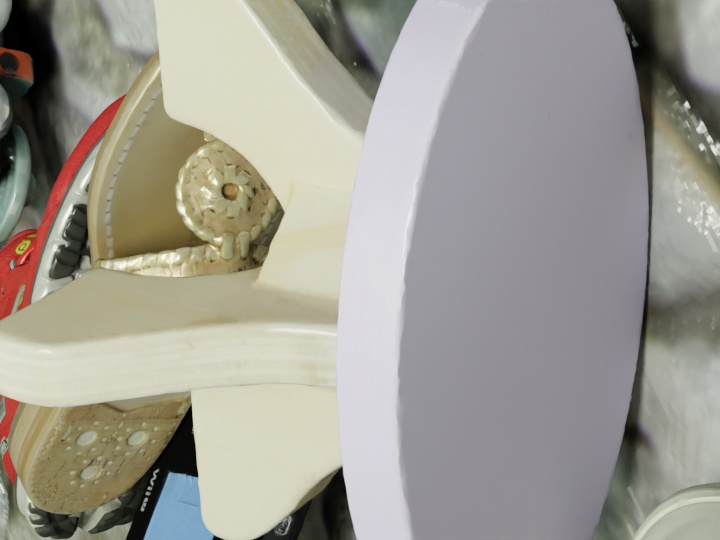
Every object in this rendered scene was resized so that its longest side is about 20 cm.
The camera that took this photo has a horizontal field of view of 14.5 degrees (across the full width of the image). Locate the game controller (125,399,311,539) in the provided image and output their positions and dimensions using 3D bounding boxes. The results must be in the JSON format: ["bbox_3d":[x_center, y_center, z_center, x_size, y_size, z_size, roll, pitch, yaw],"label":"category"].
[{"bbox_3d":[-0.066,0.123,0.939,0.104,0.042,0.200,7,73,58],"label":"game controller"}]

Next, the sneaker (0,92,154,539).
[{"bbox_3d":[-0.101,0.008,0.998,0.085,0.077,0.200,55,141,35],"label":"sneaker"}]

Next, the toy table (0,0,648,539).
[{"bbox_3d":[0.000,0.000,0.783,0.117,0.184,0.200,15,108,32],"label":"toy table"}]

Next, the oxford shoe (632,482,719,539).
[{"bbox_3d":[0.086,0.154,0.794,0.075,0.058,0.200,11,120,9],"label":"oxford shoe"}]

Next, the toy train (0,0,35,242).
[{"bbox_3d":[-0.185,-0.046,1.075,0.200,0.085,0.114,-39,50,52],"label":"toy train"}]

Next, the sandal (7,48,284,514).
[{"bbox_3d":[-0.053,0.018,0.912,0.070,0.078,0.212,58,137,35],"label":"sandal"}]
